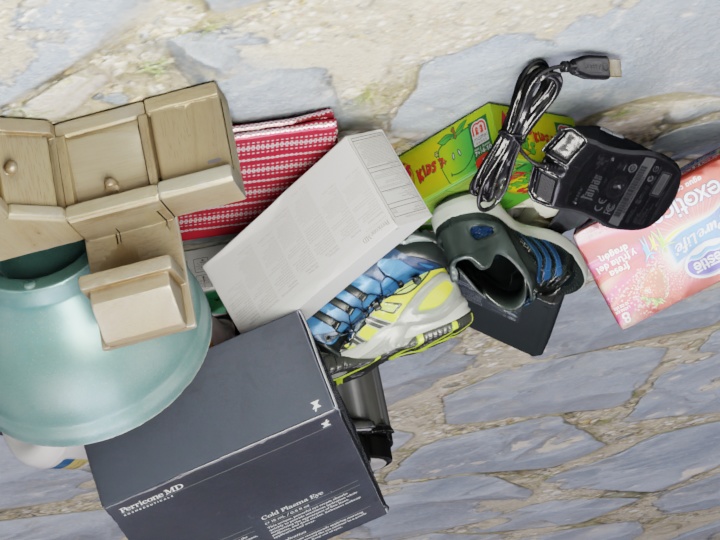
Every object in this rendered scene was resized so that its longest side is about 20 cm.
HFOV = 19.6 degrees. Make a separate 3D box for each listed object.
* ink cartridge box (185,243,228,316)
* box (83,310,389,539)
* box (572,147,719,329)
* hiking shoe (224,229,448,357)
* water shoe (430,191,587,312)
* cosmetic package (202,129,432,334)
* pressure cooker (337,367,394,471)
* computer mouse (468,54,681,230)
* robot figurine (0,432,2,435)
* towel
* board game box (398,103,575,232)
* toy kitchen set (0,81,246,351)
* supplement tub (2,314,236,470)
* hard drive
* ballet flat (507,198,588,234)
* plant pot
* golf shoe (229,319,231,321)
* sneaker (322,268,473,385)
[{"bbox_3d":[-0.128,0.029,1.900,0.160,0.050,0.200,-11,160,-2],"label":"ink cartridge box"},{"bbox_3d":[-0.101,0.153,1.673,0.199,0.104,0.182,-23,145,-1],"label":"box"},{"bbox_3d":[0.289,-0.040,1.775,0.199,0.096,0.100,-28,-177,11],"label":"box"},{"bbox_3d":[-0.013,0.029,1.742,0.199,0.087,0.074,-20,161,12],"label":"hiking shoe"},{"bbox_3d":[0.123,0.003,1.726,0.071,0.079,0.200,-24,149,31],"label":"water shoe"},{"bbox_3d":[-0.036,-0.022,1.638,0.050,0.083,0.200,-14,161,-48],"label":"cosmetic package"},{"bbox_3d":[-0.056,0.143,2.032,0.178,0.201,0.176,-14,167,10],"label":"pressure cooker"},{"bbox_3d":[0.178,-0.106,1.629,0.199,0.046,0.141,6,119,-33],"label":"computer mouse"},{"bbox_3d":[-0.260,0.111,1.943,0.199,0.151,0.125,3,140,-38],"label":"robot figurine"},{"bbox_3d":[-0.090,-0.073,1.652,0.144,0.023,0.200,-9,160,-5],"label":"towel"},{"bbox_3d":[0.077,-0.071,1.721,0.101,0.048,0.200,4,156,-42],"label":"board game box"},{"bbox_3d":[-0.191,-0.048,1.431,0.199,0.164,0.180,-14,162,6],"label":"toy kitchen set"},{"bbox_3d":[-0.193,0.098,1.766,0.199,0.146,0.145,6,156,-33],"label":"supplement tub"},{"bbox_3d":[0.116,0.018,1.915,0.139,0.033,0.200,24,165,7],"label":"hard drive"},{"bbox_3d":[0.158,-0.063,1.772,0.073,0.074,0.200,-6,164,-17],"label":"ballet flat"},{"bbox_3d":[-0.227,0.015,1.602,0.199,0.201,0.135,-13,135,4],"label":"plant pot"},{"bbox_3d":[-0.101,0.067,1.903,0.200,0.098,0.078,-36,133,29],"label":"golf shoe"},{"bbox_3d":[-0.005,0.050,1.824,0.199,0.077,0.075,-20,170,-9],"label":"sneaker"}]
